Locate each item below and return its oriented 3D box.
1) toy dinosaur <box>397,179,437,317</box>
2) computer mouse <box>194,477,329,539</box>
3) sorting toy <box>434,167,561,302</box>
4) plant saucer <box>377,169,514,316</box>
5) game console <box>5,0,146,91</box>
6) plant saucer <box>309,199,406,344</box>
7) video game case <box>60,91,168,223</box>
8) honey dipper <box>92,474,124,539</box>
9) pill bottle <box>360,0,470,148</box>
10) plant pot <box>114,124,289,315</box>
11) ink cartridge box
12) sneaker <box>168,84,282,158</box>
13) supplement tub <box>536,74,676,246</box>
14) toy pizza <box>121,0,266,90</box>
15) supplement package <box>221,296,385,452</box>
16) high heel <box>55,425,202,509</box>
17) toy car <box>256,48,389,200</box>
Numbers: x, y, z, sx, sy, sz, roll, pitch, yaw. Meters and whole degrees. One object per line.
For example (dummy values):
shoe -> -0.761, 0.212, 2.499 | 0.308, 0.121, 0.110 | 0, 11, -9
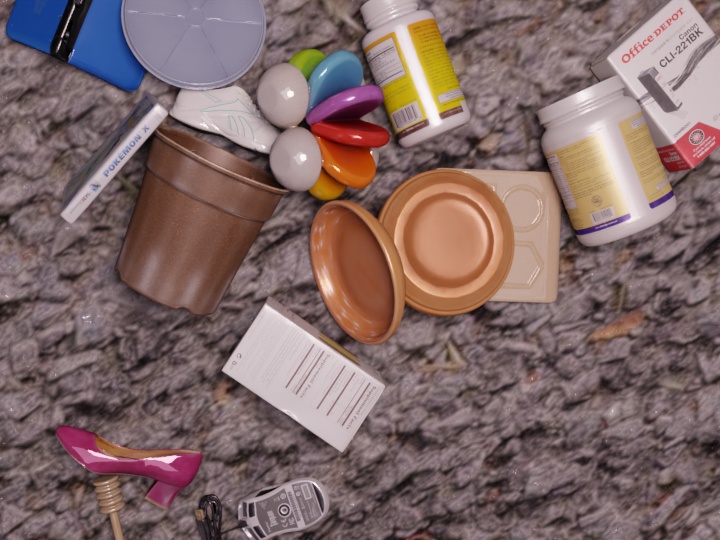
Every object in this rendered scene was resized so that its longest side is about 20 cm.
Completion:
toy dinosaur -> 0.051, -0.029, 1.280 | 0.087, 0.047, 0.204 | -9, 84, 15
computer mouse -> -0.136, 0.353, 1.300 | 0.197, 0.044, 0.111 | -19, 89, 4
sorting toy -> 0.193, -0.050, 1.305 | 0.196, 0.036, 0.189 | 2, 93, -8
plant saucer -> 0.118, -0.040, 1.239 | 0.196, 0.037, 0.204 | 0, 86, -7
game console -> -0.371, -0.380, 1.264 | 0.169, 0.118, 0.203 | 24, 91, 27
plant saucer -> 0.000, 0.000, 1.227 | 0.037, 0.199, 0.203 | -20, 94, -32
video game case -> -0.326, -0.155, 1.188 | 0.022, 0.200, 0.183 | 41, 90, -23
honey dipper -> -0.342, 0.393, 1.295 | 0.037, 0.038, 0.203 | -12, 97, -3
pill bottle -> 0.070, -0.280, 1.247 | 0.108, 0.109, 0.203 | -21, 94, -2
plant pot -> -0.223, -0.062, 1.210 | 0.198, 0.200, 0.201 | 25, 100, -4
ink cartridge box -> 0.447, -0.265, 1.281 | 0.144, 0.084, 0.201 | -40, 93, 0
sneaker -> -0.164, -0.212, 1.258 | 0.198, 0.070, 0.081 | 23, 89, -3
supplement tub -> 0.336, -0.151, 1.250 | 0.144, 0.145, 0.203 | -23, 93, -2
toy pizza -> -0.229, -0.344, 1.247 | 0.197, 0.032, 0.204 | 2, 80, -14
supplement package -> -0.078, 0.141, 1.256 | 0.199, 0.114, 0.110 | 34, 91, -5
high heel -> -0.323, 0.249, 1.267 | 0.199, 0.067, 0.097 | 35, 96, -7
toy car -> -0.032, -0.200, 1.199 | 0.174, 0.149, 0.204 | -14, 94, -47
